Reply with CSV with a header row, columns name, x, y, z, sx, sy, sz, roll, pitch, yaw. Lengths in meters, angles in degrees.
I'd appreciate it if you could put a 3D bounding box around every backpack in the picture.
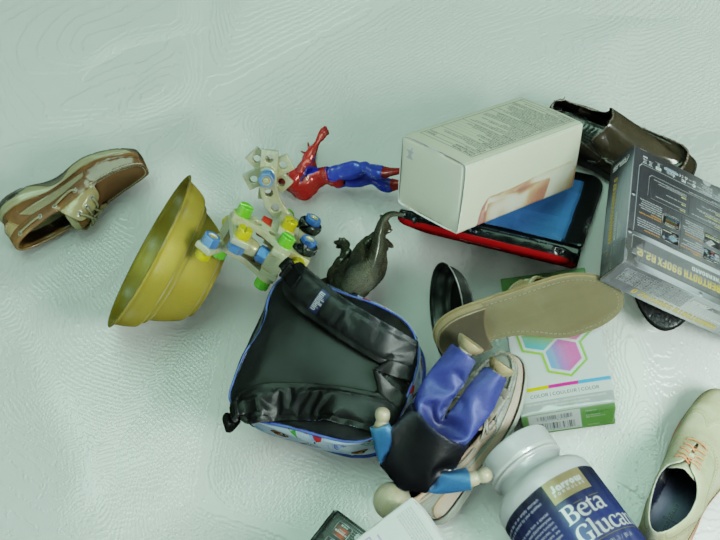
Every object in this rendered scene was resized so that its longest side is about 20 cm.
name,x,y,z,sx,sy,sz,roll,pitch,yaw
backpack,-0.025,0.115,1.442,0.189,0.154,0.202,17,78,21

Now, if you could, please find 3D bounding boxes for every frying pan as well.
name,x,y,z,sx,sy,sz,roll,pitch,yaw
frying pan,0.110,0.080,1.464,0.031,0.115,0.191,-6,58,-15

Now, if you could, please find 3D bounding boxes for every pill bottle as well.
name,x,y,z,sx,sy,sz,roll,pitch,yaw
pill bottle,0.209,0.258,1.338,0.111,0.111,0.201,-31,60,-8

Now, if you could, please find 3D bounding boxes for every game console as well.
name,x,y,z,sx,sy,sz,roll,pitch,yaw
game console,0.165,-0.083,1.544,0.198,0.172,0.120,14,90,18

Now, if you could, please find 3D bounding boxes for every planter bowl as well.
name,x,y,z,sx,sy,sz,roll,pitch,yaw
planter bowl,-0.214,-0.004,1.560,0.083,0.200,0.202,29,64,-15

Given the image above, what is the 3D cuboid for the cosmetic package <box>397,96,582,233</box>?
name,x,y,z,sx,sy,sz,roll,pitch,yaw
cosmetic package,0.148,-0.122,1.505,0.199,0.088,0.103,-20,38,-37

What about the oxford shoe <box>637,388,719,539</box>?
name,x,y,z,sx,sy,sz,roll,pitch,yaw
oxford shoe,0.344,0.202,1.367,0.070,0.074,0.201,18,65,20

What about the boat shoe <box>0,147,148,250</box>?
name,x,y,z,sx,sy,sz,roll,pitch,yaw
boat shoe,-0.356,-0.083,1.670,0.199,0.076,0.074,-25,64,5

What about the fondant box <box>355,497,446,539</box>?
name,x,y,z,sx,sy,sz,roll,pitch,yaw
fondant box,0.018,0.341,1.289,0.199,0.058,0.145,-37,65,-1

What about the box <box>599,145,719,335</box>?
name,x,y,z,sx,sy,sz,roll,pitch,yaw
box,0.360,-0.025,1.445,0.198,0.048,0.160,23,56,-15

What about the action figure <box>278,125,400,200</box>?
name,x,y,z,sx,sy,sz,roll,pitch,yaw
action figure,-0.020,-0.139,1.627,0.198,0.065,0.100,-7,63,18

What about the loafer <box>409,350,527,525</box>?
name,x,y,z,sx,sy,sz,roll,pitch,yaw
loafer,0.109,0.172,1.401,0.072,0.063,0.201,26,86,44

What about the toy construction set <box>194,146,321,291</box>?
name,x,y,z,sx,sy,sz,roll,pitch,yaw
toy construction set,-0.110,-0.053,1.541,0.130,0.092,0.201,27,38,-9

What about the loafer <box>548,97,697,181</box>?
name,x,y,z,sx,sy,sz,roll,pitch,yaw
loafer,0.301,-0.150,1.579,0.198,0.072,0.073,20,66,20

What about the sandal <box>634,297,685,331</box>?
name,x,y,z,sx,sy,sz,roll,pitch,yaw
sandal,0.334,-0.014,1.514,0.074,0.045,0.201,-12,53,2

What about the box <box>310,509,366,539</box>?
name,x,y,z,sx,sy,sz,roll,pitch,yaw
box,0.003,0.367,1.354,0.199,0.044,0.160,33,71,25

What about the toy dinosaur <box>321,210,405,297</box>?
name,x,y,z,sx,sy,sz,roll,pitch,yaw
toy dinosaur,0.000,0.000,1.522,0.199,0.077,0.103,-27,32,44

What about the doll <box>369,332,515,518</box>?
name,x,y,z,sx,sy,sz,roll,pitch,yaw
doll,0.079,0.170,1.350,0.136,0.048,0.201,35,93,1

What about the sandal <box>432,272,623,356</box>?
name,x,y,z,sx,sy,sz,roll,pitch,yaw
sandal,0.172,0.033,1.429,0.210,0.078,0.070,-14,31,-10

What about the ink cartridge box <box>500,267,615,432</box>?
name,x,y,z,sx,sy,sz,roll,pitch,yaw
ink cartridge box,0.215,0.076,1.472,0.103,0.059,0.202,-9,59,7
